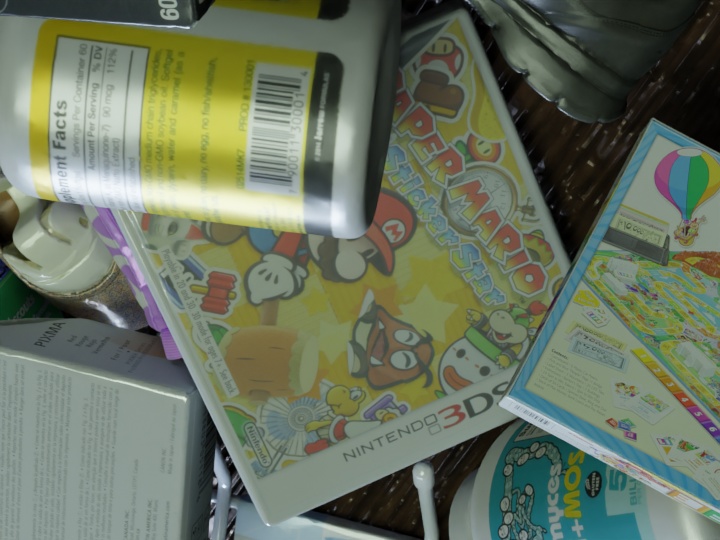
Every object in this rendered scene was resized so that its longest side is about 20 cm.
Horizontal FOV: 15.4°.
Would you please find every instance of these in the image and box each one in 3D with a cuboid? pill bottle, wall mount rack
[{"bbox_3d":[-0.088,-0.081,1.118,0.200,0.114,0.114,8,125,5],"label":"pill bottle"},{"bbox_3d":[0.126,0.111,1.221,0.111,0.111,0.200,50,148,-14],"label":"pill bottle"},{"bbox_3d":[-0.025,0.144,1.345,0.200,0.075,0.174,13,116,12],"label":"wall mount rack"}]

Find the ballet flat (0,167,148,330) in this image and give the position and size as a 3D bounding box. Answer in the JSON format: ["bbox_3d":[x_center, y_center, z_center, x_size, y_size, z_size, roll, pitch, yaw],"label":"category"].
[{"bbox_3d":[-0.168,-0.039,1.276,0.068,0.067,0.200,-38,105,12],"label":"ballet flat"}]

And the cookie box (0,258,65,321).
[{"bbox_3d":[-0.223,0.090,1.384,0.171,0.075,0.200,-6,120,22],"label":"cookie box"}]

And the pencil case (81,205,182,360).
[{"bbox_3d":[-0.110,-0.064,1.233,0.084,0.086,0.200,-18,115,37],"label":"pencil case"}]

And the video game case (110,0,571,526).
[{"bbox_3d":[0.000,0.000,1.219,0.182,0.023,0.200,-24,113,0],"label":"video game case"}]

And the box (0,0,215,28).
[{"bbox_3d":[-0.143,-0.175,1.044,0.200,0.106,0.122,5,123,19],"label":"box"}]

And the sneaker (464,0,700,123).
[{"bbox_3d":[0.059,-0.152,1.122,0.200,0.076,0.091,35,115,-21],"label":"sneaker"}]

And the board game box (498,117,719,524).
[{"bbox_3d":[0.177,0.043,1.107,0.200,0.135,0.034,29,171,2],"label":"board game box"}]

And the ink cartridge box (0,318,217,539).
[{"bbox_3d":[-0.171,0.095,1.310,0.200,0.050,0.162,15,120,16],"label":"ink cartridge box"}]
